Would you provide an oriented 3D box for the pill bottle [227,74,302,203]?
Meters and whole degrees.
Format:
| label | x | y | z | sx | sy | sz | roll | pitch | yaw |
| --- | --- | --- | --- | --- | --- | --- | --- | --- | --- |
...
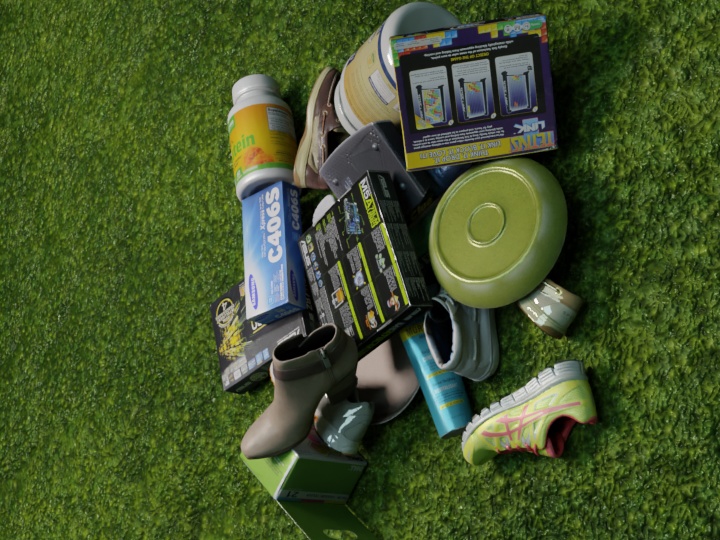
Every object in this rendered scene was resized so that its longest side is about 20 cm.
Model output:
| label | x | y | z | sx | sy | sz | roll | pitch | yaw |
| --- | --- | --- | --- | --- | --- | --- | --- | --- | --- |
| pill bottle | -0.160 | -0.215 | 1.687 | 0.110 | 0.110 | 0.204 | -29 | 60 | 35 |

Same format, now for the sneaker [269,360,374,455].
| label | x | y | z | sx | sy | sz | roll | pitch | yaw |
| --- | --- | --- | --- | --- | --- | --- | --- | --- | --- |
| sneaker | -0.048 | 0.169 | 1.468 | 0.200 | 0.075 | 0.093 | 41 | 100 | 34 |

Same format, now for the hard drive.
| label | x | y | z | sx | sy | sz | roll | pitch | yaw |
| --- | --- | --- | --- | --- | --- | --- | --- | --- | --- |
| hard drive | 0.022 | -0.131 | 1.454 | 0.136 | 0.042 | 0.200 | 54 | 153 | -2 |

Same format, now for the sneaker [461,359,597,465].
| label | x | y | z | sx | sy | sz | roll | pitch | yaw |
| --- | --- | --- | --- | --- | --- | --- | --- | --- | --- |
| sneaker | 0.203 | 0.194 | 1.245 | 0.200 | 0.077 | 0.091 | -42 | 60 | 31 |

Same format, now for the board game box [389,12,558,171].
| label | x | y | z | sx | sy | sz | roll | pitch | yaw |
| --- | --- | --- | --- | --- | --- | --- | --- | --- | --- |
| board game box | 0.143 | -0.225 | 1.297 | 0.196 | 0.057 | 0.169 | -8 | 107 | 3 |

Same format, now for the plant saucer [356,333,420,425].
| label | x | y | z | sx | sy | sz | roll | pitch | yaw |
| --- | --- | --- | --- | --- | --- | --- | --- | --- | --- |
| plant saucer | 0.030 | 0.119 | 1.466 | 0.198 | 0.032 | 0.205 | -15 | 69 | 42 |

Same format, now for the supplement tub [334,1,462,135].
| label | x | y | z | sx | sy | sz | roll | pitch | yaw |
| --- | --- | --- | --- | --- | --- | --- | --- | --- | --- |
| supplement tub | 0.056 | -0.267 | 1.435 | 0.199 | 0.142 | 0.148 | 150 | 123 | -60 |

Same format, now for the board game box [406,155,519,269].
| label | x | y | z | sx | sy | sz | roll | pitch | yaw |
| --- | --- | --- | --- | --- | --- | --- | --- | --- | --- |
| board game box | 0.139 | -0.101 | 1.401 | 0.200 | 0.023 | 0.106 | -44 | 34 | 28 |

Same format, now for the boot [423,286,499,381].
| label | x | y | z | sx | sy | sz | roll | pitch | yaw |
| --- | --- | --- | --- | --- | --- | --- | --- | --- | --- |
| boot | 0.126 | 0.039 | 1.345 | 0.073 | 0.095 | 0.204 | -27 | 60 | 36 |

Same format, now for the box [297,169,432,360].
| label | x | y | z | sx | sy | sz | roll | pitch | yaw |
| --- | --- | --- | --- | --- | --- | --- | --- | --- | --- |
| box | 0.000 | 0.000 | 1.395 | 0.193 | 0.047 | 0.203 | -40 | 59 | 42 |

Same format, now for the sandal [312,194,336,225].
| label | x | y | z | sx | sy | sz | roll | pitch | yaw |
| --- | --- | --- | --- | --- | --- | --- | --- | --- | --- |
| sandal | -0.024 | -0.028 | 1.541 | 0.079 | 0.058 | 0.209 | -44 | 39 | 35 |

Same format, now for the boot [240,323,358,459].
| label | x | y | z | sx | sy | sz | roll | pitch | yaw |
| --- | --- | --- | --- | --- | --- | --- | --- | --- | --- |
| boot | -0.089 | 0.152 | 1.345 | 0.198 | 0.147 | 0.070 | -34 | 52 | -13 |

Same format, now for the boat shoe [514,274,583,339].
| label | x | y | z | sx | sy | sz | roll | pitch | yaw |
| --- | --- | --- | --- | --- | --- | --- | --- | --- | --- |
| boat shoe | 0.207 | 0.000 | 1.301 | 0.067 | 0.074 | 0.201 | -49 | 55 | 12 |

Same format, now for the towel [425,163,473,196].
| label | x | y | z | sx | sy | sz | roll | pitch | yaw |
| --- | --- | --- | --- | --- | --- | --- | --- | --- | --- |
| towel | 0.150 | -0.202 | 1.402 | 0.200 | 0.048 | 0.113 | -46 | 33 | 25 |

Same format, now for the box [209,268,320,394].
| label | x | y | z | sx | sy | sz | roll | pitch | yaw |
| --- | --- | --- | --- | --- | --- | --- | --- | --- | --- |
| box | -0.154 | 0.082 | 1.644 | 0.199 | 0.049 | 0.164 | -34 | 58 | 31 |

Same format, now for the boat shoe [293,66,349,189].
| label | x | y | z | sx | sy | sz | roll | pitch | yaw |
| --- | --- | --- | --- | --- | --- | --- | --- | --- | --- |
| boat shoe | -0.049 | -0.223 | 1.622 | 0.071 | 0.072 | 0.204 | 10 | 74 | 15 |

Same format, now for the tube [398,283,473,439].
| label | x | y | z | sx | sy | sz | roll | pitch | yaw |
| --- | --- | --- | --- | --- | --- | --- | --- | --- | --- |
| tube | 0.098 | 0.120 | 1.366 | 0.051 | 0.076 | 0.203 | 106 | 148 | -66 |

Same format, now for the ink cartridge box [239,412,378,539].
| label | x | y | z | sx | sy | sz | roll | pitch | yaw |
| --- | --- | --- | --- | --- | --- | --- | --- | --- | --- |
| ink cartridge box | -0.051 | 0.291 | 1.419 | 0.199 | 0.146 | 0.077 | 38 | 104 | 42 |

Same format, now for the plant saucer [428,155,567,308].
| label | x | y | z | sx | sy | sz | roll | pitch | yaw |
| --- | --- | --- | --- | --- | --- | --- | --- | --- | --- |
| plant saucer | 0.163 | -0.055 | 1.289 | 0.197 | 0.031 | 0.204 | -15 | 63 | 33 |

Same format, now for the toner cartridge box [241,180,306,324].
| label | x | y | z | sx | sy | sz | roll | pitch | yaw |
| --- | --- | --- | --- | --- | --- | --- | --- | --- | --- |
| toner cartridge box | -0.136 | -0.028 | 1.599 | 0.094 | 0.043 | 0.204 | -22 | 63 | 37 |
